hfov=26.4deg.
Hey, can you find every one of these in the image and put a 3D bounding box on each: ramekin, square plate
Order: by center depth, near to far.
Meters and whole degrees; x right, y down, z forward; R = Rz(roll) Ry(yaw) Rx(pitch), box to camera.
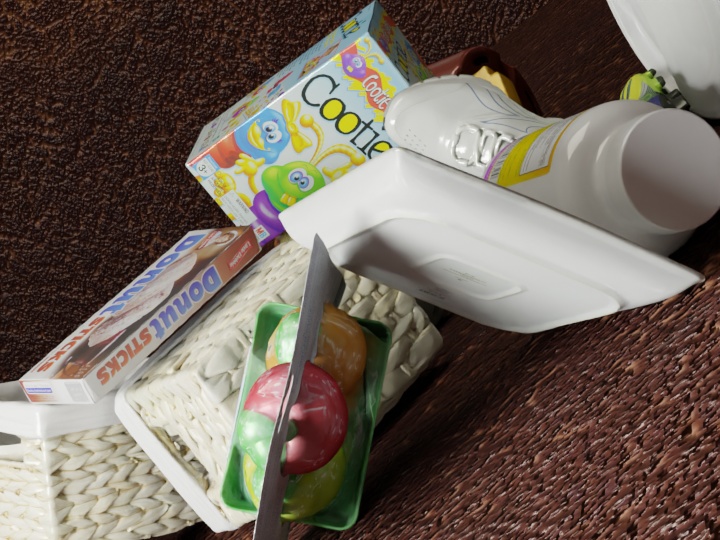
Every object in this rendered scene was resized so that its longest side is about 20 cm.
[{"bbox_3d":[0.068,-0.006,0.913,0.198,0.200,0.028,-24,47,66],"label":"square plate"},{"bbox_3d":[0.262,-0.221,1.152,0.094,0.203,0.202,-30,6,-8],"label":"ramekin"}]

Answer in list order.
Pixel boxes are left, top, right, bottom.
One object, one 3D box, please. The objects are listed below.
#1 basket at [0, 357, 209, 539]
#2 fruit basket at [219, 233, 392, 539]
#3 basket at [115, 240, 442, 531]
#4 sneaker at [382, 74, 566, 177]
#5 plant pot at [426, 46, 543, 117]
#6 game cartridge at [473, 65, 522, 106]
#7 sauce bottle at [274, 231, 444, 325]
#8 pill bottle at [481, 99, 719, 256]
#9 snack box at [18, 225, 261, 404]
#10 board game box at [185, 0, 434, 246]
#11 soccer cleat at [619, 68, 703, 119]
[{"bbox_3d":[-0.201,0.143,1.192,0.135,0.124,0.200,0,7,43],"label":"basket"},{"bbox_3d":[-0.042,0.082,0.923,0.200,0.094,0.186,46,-125,-77],"label":"fruit basket"},{"bbox_3d":[-0.054,0.075,1.121,0.200,0.136,0.123,-44,13,-32],"label":"basket"},{"bbox_3d":[0.115,-0.097,1.187,0.087,0.200,0.075,-93,17,-68],"label":"sneaker"},{"bbox_3d":[0.069,-0.115,1.521,0.195,0.201,0.201,-24,15,36],"label":"plant pot"},{"bbox_3d":[0.074,-0.065,1.368,0.200,0.032,0.176,-35,50,24],"label":"game cartridge"},{"bbox_3d":[0.000,0.000,1.337,0.066,0.066,0.200,-42,40,-15],"label":"sauce bottle"},{"bbox_3d":[0.155,-0.051,0.989,0.104,0.104,0.200,-42,8,-15],"label":"pill bottle"},{"bbox_3d":[-0.157,0.030,1.120,0.072,0.024,0.200,-5,29,41],"label":"snack box"},{"bbox_3d":[-0.038,-0.127,1.347,0.200,0.103,0.105,-34,18,19],"label":"board game box"},{"bbox_3d":[0.211,-0.102,1.164,0.084,0.065,0.200,-41,8,10],"label":"soccer cleat"}]
